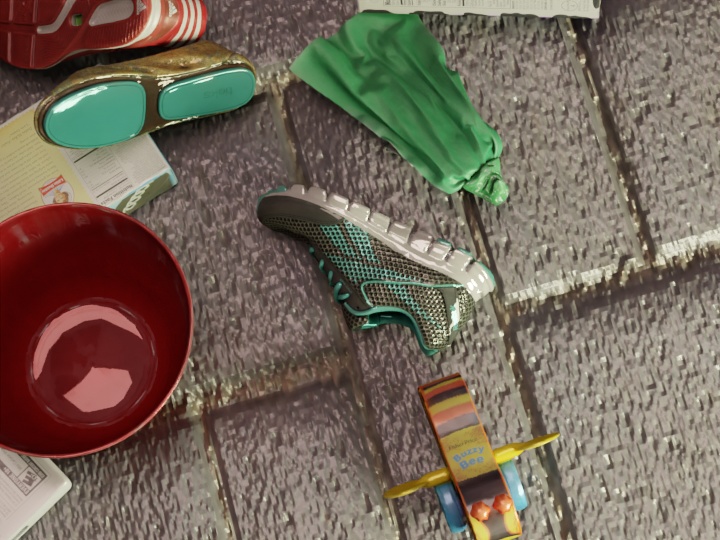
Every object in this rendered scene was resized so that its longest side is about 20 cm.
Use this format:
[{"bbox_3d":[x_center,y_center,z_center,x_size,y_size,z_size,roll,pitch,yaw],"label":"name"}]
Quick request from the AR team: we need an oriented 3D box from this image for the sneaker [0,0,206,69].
[{"bbox_3d":[-0.211,-0.199,1.573,0.199,0.115,0.079,6,91,39],"label":"sneaker"}]

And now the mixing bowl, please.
[{"bbox_3d":[-0.218,0.058,1.462,0.199,0.108,0.201,-2,73,5],"label":"mixing bowl"}]

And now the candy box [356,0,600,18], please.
[{"bbox_3d":[0.099,-0.293,1.545,0.199,0.072,0.168,2,58,6],"label":"candy box"}]

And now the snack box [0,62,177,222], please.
[{"bbox_3d":[-0.264,-0.068,1.545,0.200,0.037,0.116,-32,71,-6],"label":"snack box"}]

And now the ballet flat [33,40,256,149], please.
[{"bbox_3d":[-0.180,-0.144,1.518,0.199,0.071,0.071,-16,68,-30],"label":"ballet flat"}]

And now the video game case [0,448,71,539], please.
[{"bbox_3d":[-0.358,0.163,1.487,0.182,0.024,0.200,-44,74,-8],"label":"video game case"}]

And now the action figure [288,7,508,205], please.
[{"bbox_3d":[0.049,-0.125,1.522,0.118,0.055,0.200,-38,68,-9],"label":"action figure"}]

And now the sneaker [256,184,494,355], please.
[{"bbox_3d":[0.000,0.000,1.479,0.199,0.078,0.091,24,80,14],"label":"sneaker"}]

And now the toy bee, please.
[{"bbox_3d":[0.096,0.159,1.397,0.131,0.109,0.200,-39,72,-9],"label":"toy bee"}]
